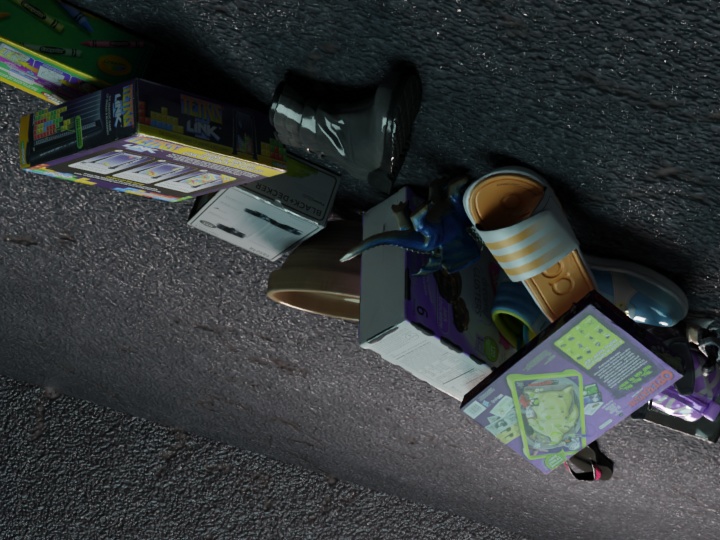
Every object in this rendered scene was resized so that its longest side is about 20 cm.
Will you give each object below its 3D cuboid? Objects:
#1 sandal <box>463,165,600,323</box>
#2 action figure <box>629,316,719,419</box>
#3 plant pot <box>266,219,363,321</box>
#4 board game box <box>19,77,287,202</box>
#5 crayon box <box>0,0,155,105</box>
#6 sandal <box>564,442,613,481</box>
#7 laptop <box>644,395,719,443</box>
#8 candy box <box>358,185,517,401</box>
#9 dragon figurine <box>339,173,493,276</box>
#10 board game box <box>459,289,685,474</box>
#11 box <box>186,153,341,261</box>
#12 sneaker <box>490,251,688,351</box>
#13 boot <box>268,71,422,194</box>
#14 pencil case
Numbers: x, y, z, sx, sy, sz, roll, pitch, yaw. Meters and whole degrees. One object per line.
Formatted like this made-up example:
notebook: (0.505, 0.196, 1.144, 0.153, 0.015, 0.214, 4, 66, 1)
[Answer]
sandal: (0.174, -0.011, 1.324, 0.207, 0.079, 0.059, 51, -168, -29)
action figure: (0.312, 0.089, 1.483, 0.130, 0.070, 0.200, -14, -172, 17)
plant pot: (0.000, 0.000, 1.584, 0.200, 0.093, 0.201, 9, 170, 2)
board game box: (-0.196, -0.121, 1.359, 0.165, 0.057, 0.200, -12, 166, 37)
crayon box: (-0.303, -0.211, 1.335, 0.199, 0.058, 0.119, 23, 164, -13)
sandal: (0.360, 0.313, 2.306, 0.075, 0.045, 0.200, 11, 162, 24)
laptop: (0.366, 0.127, 1.763, 0.186, 0.116, 0.200, 18, 135, 3)
candy box: (0.093, 0.034, 1.471, 0.200, 0.168, 0.071, 30, 136, -34)
dragon figurine: (0.077, -0.027, 1.361, 0.059, 0.200, 0.100, -5, 114, 50)
board game box: (0.204, 0.113, 1.389, 0.120, 0.032, 0.200, 40, 128, -9)
box: (-0.108, -0.075, 1.553, 0.116, 0.060, 0.200, 23, 164, -13)
sneaker: (0.224, 0.050, 1.439, 0.199, 0.131, 0.080, 16, 148, 10)
boot: (-0.021, -0.134, 1.261, 0.131, 0.070, 0.200, 24, 160, 3)
pencil case: (0.310, 0.103, 1.607, 0.199, 0.084, 0.086, 21, -166, -12)
